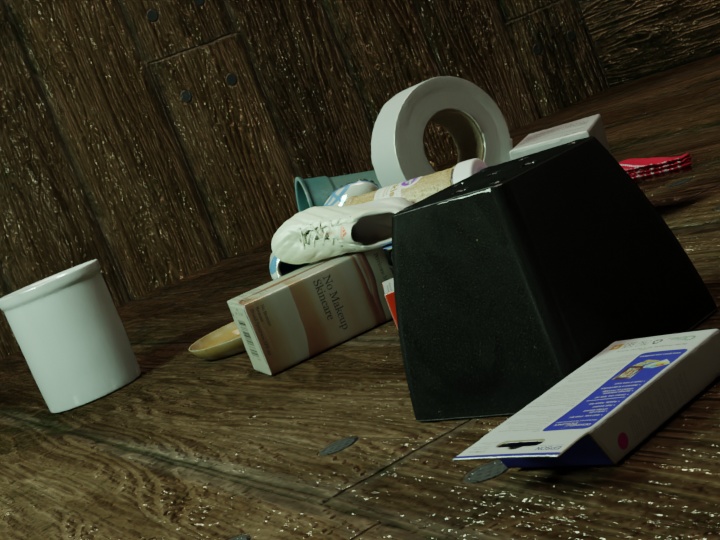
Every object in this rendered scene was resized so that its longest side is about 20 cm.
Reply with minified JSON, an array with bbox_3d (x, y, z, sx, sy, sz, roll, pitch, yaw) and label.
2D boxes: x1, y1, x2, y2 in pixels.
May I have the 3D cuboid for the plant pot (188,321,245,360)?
[{"bbox_3d":[-0.164,0.092,1.884,0.200,0.028,0.200,-22,8,3],"label":"plant pot"}]

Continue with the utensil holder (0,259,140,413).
[{"bbox_3d":[-0.461,0.105,1.983,0.170,0.200,0.170,-22,7,3],"label":"utensil holder"}]

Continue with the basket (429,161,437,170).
[{"bbox_3d":[0.053,-0.104,2.216,0.200,0.143,0.149,-20,9,-3],"label":"basket"}]

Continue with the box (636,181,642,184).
[{"bbox_3d":[0.276,-0.063,1.615,0.200,0.048,0.122,-24,8,-17],"label":"box"}]

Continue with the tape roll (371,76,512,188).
[{"bbox_3d":[0.118,-0.174,1.781,0.202,0.203,0.071,-26,6,-29],"label":"tape roll"}]

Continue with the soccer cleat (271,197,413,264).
[{"bbox_3d":[-0.025,-0.050,1.571,0.200,0.069,0.078,-14,16,16],"label":"soccer cleat"}]

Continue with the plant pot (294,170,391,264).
[{"bbox_3d":[0.011,-0.083,2.061,0.196,0.200,0.200,-15,6,-7],"label":"plant pot"}]

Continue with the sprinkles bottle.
[{"bbox_3d":[0.076,-0.088,1.619,0.200,0.068,0.068,-15,10,31],"label":"sprinkles bottle"}]

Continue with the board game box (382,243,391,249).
[{"bbox_3d":[0.128,-0.041,1.556,0.200,0.039,0.158,-19,5,1],"label":"board game box"}]

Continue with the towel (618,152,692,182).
[{"bbox_3d":[0.302,-0.119,1.572,0.200,0.023,0.145,-13,7,-26],"label":"towel"}]

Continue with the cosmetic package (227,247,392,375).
[{"bbox_3d":[-0.056,0.047,1.593,0.200,0.103,0.087,-26,11,-18],"label":"cosmetic package"}]

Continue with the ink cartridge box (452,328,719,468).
[{"bbox_3d":[0.161,0.095,0.844,0.200,0.037,0.095,-25,8,-40],"label":"ink cartridge box"}]

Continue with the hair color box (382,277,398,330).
[{"bbox_3d":[0.128,0.011,1.459,0.200,0.064,0.111,-21,6,1],"label":"hair color box"}]

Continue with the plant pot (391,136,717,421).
[{"bbox_3d":[0.141,0.000,1.042,0.199,0.178,0.200,-27,8,-39],"label":"plant pot"}]

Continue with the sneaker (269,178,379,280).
[{"bbox_3d":[-0.045,-0.047,1.723,0.200,0.072,0.073,-42,38,16],"label":"sneaker"}]

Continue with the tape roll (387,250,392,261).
[{"bbox_3d":[0.142,-0.037,1.762,0.200,0.066,0.200,-21,7,3],"label":"tape roll"}]

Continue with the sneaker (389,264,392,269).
[{"bbox_3d":[0.000,0.000,1.801,0.079,0.095,0.200,-23,6,14],"label":"sneaker"}]

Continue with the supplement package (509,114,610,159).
[{"bbox_3d":[0.307,-0.150,1.849,0.120,0.121,0.200,-14,9,19],"label":"supplement package"}]
